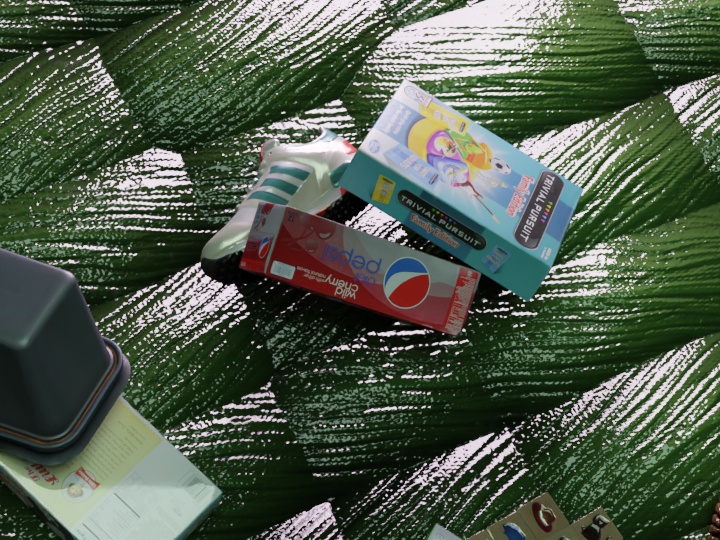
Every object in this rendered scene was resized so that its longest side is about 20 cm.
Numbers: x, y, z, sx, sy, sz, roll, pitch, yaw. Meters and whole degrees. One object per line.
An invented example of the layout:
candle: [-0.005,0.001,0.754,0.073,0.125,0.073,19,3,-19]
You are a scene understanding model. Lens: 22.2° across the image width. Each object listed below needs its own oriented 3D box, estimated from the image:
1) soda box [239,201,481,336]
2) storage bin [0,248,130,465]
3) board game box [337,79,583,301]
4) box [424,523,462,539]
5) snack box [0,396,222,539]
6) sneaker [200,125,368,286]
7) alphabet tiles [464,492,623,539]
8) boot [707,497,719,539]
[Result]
soda box: [0.000,0.000,1.600,0.199,0.070,0.064,19,87,-24]
storage bin: [-0.308,0.056,1.481,0.199,0.135,0.146,18,55,20]
board game box: [0.095,-0.076,1.668,0.199,0.047,0.151,31,35,-1]
box: [0.081,0.341,1.476,0.176,0.097,0.200,30,62,3]
snack box: [-0.227,0.163,1.534,0.200,0.037,0.116,42,63,10]
sneaker: [-0.079,-0.064,1.663,0.199,0.070,0.093,-32,67,-26]
alphabet tiles: [0.145,0.276,1.466,0.199,0.006,0.167,-27,70,-24]
boot: [0.360,0.278,1.583,0.107,0.075,0.201,1,72,-14]
